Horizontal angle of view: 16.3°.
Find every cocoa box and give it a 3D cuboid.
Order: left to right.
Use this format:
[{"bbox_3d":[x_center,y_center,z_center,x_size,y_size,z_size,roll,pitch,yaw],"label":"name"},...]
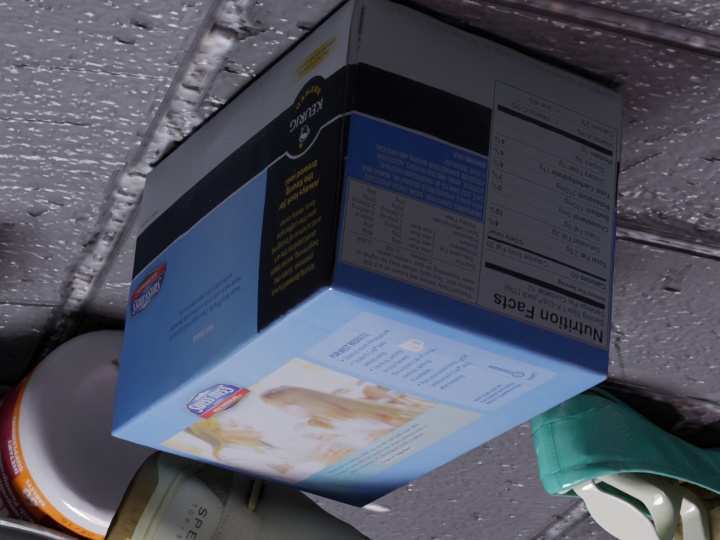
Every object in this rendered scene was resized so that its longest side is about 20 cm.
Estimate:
[{"bbox_3d":[0.000,0.000,1.044,0.133,0.132,0.200,18,152,-25],"label":"cocoa box"}]

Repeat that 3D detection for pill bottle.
[{"bbox_3d":[-0.159,0.113,1.338,0.109,0.110,0.200,16,152,-22],"label":"pill bottle"}]

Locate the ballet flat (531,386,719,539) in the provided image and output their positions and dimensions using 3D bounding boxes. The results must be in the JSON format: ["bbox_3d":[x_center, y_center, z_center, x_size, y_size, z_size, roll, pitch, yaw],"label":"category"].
[{"bbox_3d":[0.166,0.122,1.340,0.199,0.071,0.067,23,149,-34],"label":"ballet flat"}]

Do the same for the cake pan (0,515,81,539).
[{"bbox_3d":[-0.186,0.193,1.315,0.199,0.037,0.201,9,144,7],"label":"cake pan"}]

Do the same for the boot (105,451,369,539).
[{"bbox_3d":[-0.025,0.137,1.162,0.154,0.072,0.200,26,-177,9],"label":"boot"}]
